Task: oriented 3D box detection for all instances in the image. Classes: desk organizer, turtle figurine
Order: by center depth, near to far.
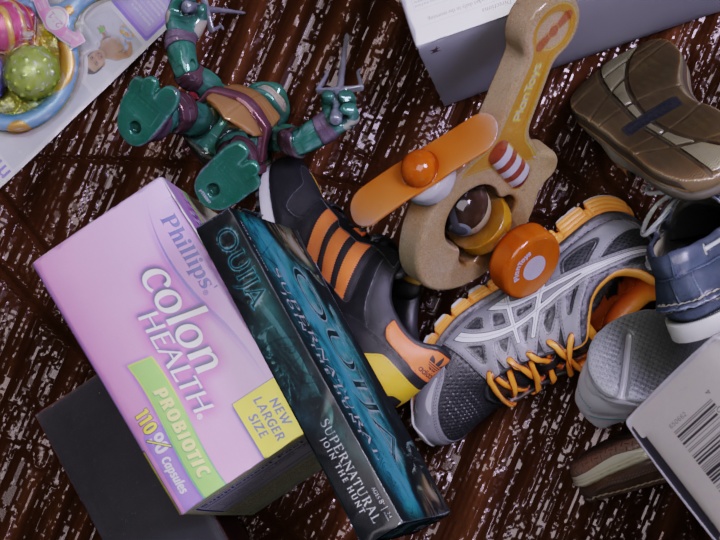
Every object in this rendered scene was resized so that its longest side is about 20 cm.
[{"bbox_3d":[-0.121,0.162,1.295,0.071,0.077,0.201,-33,71,4],"label":"desk organizer"},{"bbox_3d":[-0.076,-0.105,1.299,0.149,0.200,0.101,22,115,10],"label":"turtle figurine"}]

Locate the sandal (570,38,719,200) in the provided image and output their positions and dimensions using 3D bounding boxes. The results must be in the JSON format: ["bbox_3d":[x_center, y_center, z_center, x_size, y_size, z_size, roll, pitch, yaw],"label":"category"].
[{"bbox_3d":[0.188,-0.085,1.258,0.080,0.200,0.054,-28,120,1],"label":"sandal"}]

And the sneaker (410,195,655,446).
[{"bbox_3d":[0.113,0.040,1.279,0.200,0.078,0.077,-45,50,1],"label":"sneaker"}]

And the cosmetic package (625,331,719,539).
[{"bbox_3d":[0.252,0.071,1.137,0.104,0.199,0.087,53,130,15],"label":"cosmetic package"}]

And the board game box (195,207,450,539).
[{"bbox_3d":[-0.019,0.061,1.166,0.028,0.135,0.201,-31,80,10],"label":"board game box"}]

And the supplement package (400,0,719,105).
[{"bbox_3d":[0.121,-0.202,1.280,0.199,0.156,0.112,-18,79,6],"label":"supplement package"}]

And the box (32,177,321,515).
[{"bbox_3d":[-0.094,0.054,1.258,0.096,0.200,0.177,-33,80,3],"label":"box"}]

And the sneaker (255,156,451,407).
[{"bbox_3d":[0.000,0.000,1.293,0.090,0.070,0.201,-29,57,15],"label":"sneaker"}]

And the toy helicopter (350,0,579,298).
[{"bbox_3d":[0.073,-0.079,1.208,0.079,0.132,0.201,41,120,40],"label":"toy helicopter"}]

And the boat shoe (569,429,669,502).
[{"bbox_3d":[0.235,0.118,1.266,0.201,0.075,0.075,-20,88,6],"label":"boat shoe"}]

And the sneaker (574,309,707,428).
[{"bbox_3d":[0.221,0.046,1.276,0.199,0.080,0.071,-15,69,-17],"label":"sneaker"}]

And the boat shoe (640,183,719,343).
[{"bbox_3d":[0.207,-0.022,1.226,0.074,0.200,0.062,-18,107,26],"label":"boat shoe"}]

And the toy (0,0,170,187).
[{"bbox_3d":[-0.229,-0.156,1.382,0.200,0.047,0.115,-42,77,1],"label":"toy"}]
